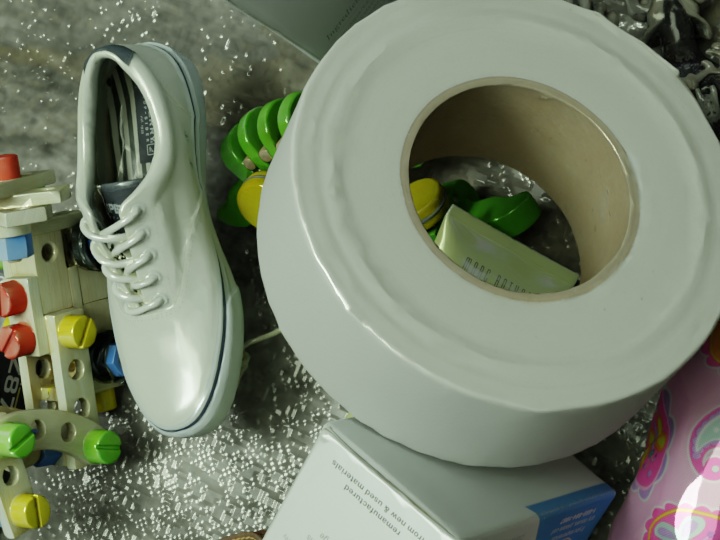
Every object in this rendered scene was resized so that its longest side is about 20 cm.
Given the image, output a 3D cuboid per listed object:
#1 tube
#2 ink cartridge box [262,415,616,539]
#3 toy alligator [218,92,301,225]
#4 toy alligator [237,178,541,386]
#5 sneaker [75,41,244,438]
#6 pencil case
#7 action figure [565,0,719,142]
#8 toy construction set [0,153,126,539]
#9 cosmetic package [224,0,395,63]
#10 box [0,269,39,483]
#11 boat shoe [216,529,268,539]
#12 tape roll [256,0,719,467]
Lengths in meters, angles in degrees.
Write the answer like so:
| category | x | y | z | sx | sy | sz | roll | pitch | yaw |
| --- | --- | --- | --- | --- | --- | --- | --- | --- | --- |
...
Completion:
| category | x | y | z | sx | sy | sz | roll | pitch | yaw |
| --- | --- | --- | --- | --- | --- | --- | --- | --- | --- |
| tube | 0.025 | 0.070 | 1.039 | 0.052 | 0.058 | 0.201 | 35 | 97 | 29 |
| ink cartridge box | 0.007 | 0.163 | 0.957 | 0.084 | 0.145 | 0.201 | 39 | 113 | 25 |
| toy alligator | -0.009 | -0.068 | 1.049 | 0.199 | 0.054 | 0.059 | -17 | 27 | 41 |
| toy alligator | 0.000 | 0.000 | 1.072 | 0.199 | 0.059 | 0.054 | -28 | 30 | 17 |
| sneaker | -0.110 | -0.015 | 1.052 | 0.073 | 0.071 | 0.201 | -13 | 83 | 28 |
| pencil case | 0.159 | 0.108 | 0.960 | 0.087 | 0.087 | 0.201 | 17 | 86 | 27 |
| action figure | 0.147 | -0.119 | 1.000 | 0.118 | 0.102 | 0.201 | -16 | 72 | 9 |
| toy construction set | -0.175 | 0.032 | 1.089 | 0.092 | 0.131 | 0.201 | 18 | 113 | 38 |
| cosmetic package | -0.062 | -0.207 | 1.057 | 0.199 | 0.200 | 0.123 | 39 | 97 | 25 |
| box | -0.278 | 0.061 | 1.190 | 0.199 | 0.049 | 0.162 | 10 | 82 | 26 |
| boat shoe | -0.107 | 0.183 | 1.044 | 0.200 | 0.067 | 0.072 | -34 | 47 | 32 |
| tape roll | 0.059 | -0.021 | 0.911 | 0.201 | 0.071 | 0.203 | 6 | 63 | -13 |
